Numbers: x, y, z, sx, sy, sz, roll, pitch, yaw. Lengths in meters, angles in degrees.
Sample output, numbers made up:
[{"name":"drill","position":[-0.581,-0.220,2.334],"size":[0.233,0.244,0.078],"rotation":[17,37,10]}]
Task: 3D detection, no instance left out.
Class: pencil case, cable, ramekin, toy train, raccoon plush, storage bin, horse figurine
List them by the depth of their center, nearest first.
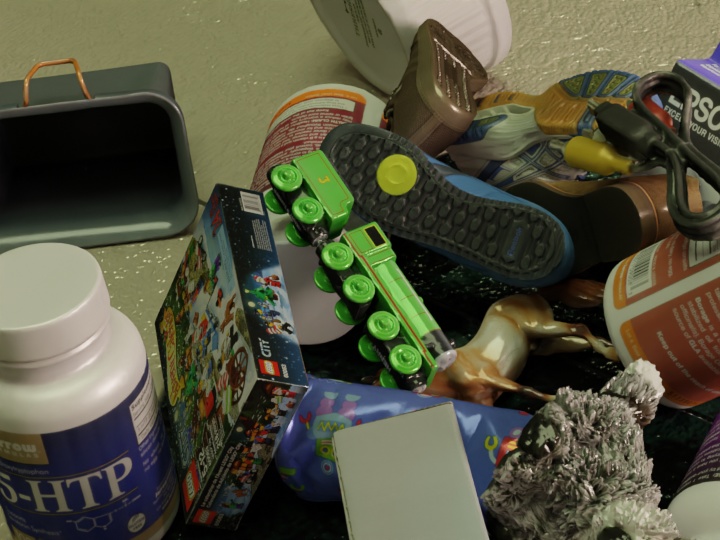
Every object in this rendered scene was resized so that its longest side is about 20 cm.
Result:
[{"name":"raccoon plush","position":[0.166,0.125,1.141],"size":[0.134,0.097,0.200],"rotation":[35,50,21]},{"name":"pencil case","position":[0.039,0.124,1.291],"size":[0.199,0.078,0.087],"rotation":[9,80,22]},{"name":"cable","position":[0.212,-0.075,1.336],"size":[0.097,0.050,0.200],"rotation":[-31,38,-10]},{"name":"toy train","position":[0.000,0.000,1.358],"size":[0.056,0.042,0.200],"rotation":[-22,65,-26]},{"name":"horse figurine","position":[0.112,0.061,1.378],"size":[0.132,0.050,0.200],"rotation":[24,50,34]},{"name":"storage bin","position":[-0.235,-0.112,1.622],"size":[0.199,0.146,0.134],"rotation":[-7,27,2]},{"name":"ramekin","position":[0.031,-0.237,1.678],"size":[0.094,0.203,0.202],"rotation":[-37,44,-15]}]

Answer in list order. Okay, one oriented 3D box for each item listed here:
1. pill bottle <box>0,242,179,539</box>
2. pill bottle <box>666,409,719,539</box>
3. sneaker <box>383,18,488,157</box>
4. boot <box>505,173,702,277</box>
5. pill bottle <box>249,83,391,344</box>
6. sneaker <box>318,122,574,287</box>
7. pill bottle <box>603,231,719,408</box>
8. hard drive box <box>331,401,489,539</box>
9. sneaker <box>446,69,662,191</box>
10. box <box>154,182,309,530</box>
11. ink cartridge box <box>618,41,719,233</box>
[{"name":"pill bottle","position":[-0.192,0.088,1.284],"size":[0.119,0.201,0.120],"rotation":[-6,37,5]},{"name":"pill bottle","position":[0.251,0.140,1.192],"size":[0.112,0.113,0.200],"rotation":[12,42,26]},{"name":"sneaker","position":[0.047,-0.136,1.519],"size":[0.076,0.070,0.200],"rotation":[-42,9,18]},{"name":"boot","position":[0.174,-0.038,1.447],"size":[0.075,0.074,0.200],"rotation":[-19,9,-28]},{"name":"pill bottle","position":[-0.031,-0.043,1.494],"size":[0.114,0.114,0.200],"rotation":[-1,37,11]},{"name":"sneaker","position":[0.061,-0.042,1.422],"size":[0.200,0.078,0.066],"rotation":[26,89,12]},{"name":"pill bottle","position":[0.267,0.008,1.292],"size":[0.200,0.112,0.112],"rotation":[-28,22,38]},{"name":"hard drive box","position":[0.046,0.201,1.117],"size":[0.077,0.156,0.200],"rotation":[-15,37,1]},{"name":"sneaker","position":[0.157,-0.095,1.508],"size":[0.200,0.088,0.075],"rotation":[-3,35,47]},{"name":"box","position":[-0.092,0.056,1.343],"size":[0.038,0.137,0.200],"rotation":[12,36,-23]},{"name":"ink cartridge box","position":[0.279,-0.070,1.408],"size":[0.043,0.201,0.198],"rotation":[13,18,-41]}]
